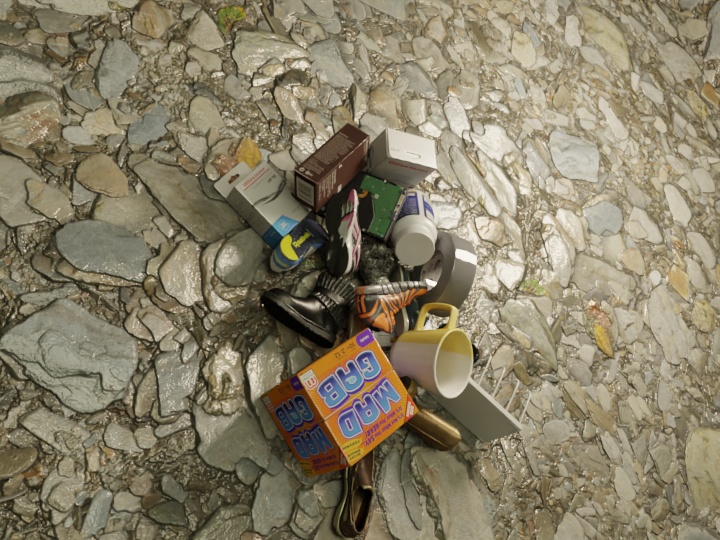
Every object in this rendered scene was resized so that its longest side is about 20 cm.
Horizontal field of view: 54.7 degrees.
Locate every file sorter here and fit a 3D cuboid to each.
[{"bbox_3d":[0.291,0.290,1.674,0.200,0.139,0.125,43,51,-8],"label":"file sorter"}]

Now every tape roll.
[{"bbox_3d":[0.199,0.010,1.699,0.066,0.200,0.203,18,61,-22],"label":"tape roll"}]

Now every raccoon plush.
[{"bbox_3d":[0.000,0.000,1.681,0.198,0.097,0.135,25,69,17],"label":"raccoon plush"}]

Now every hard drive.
[{"bbox_3d":[-0.002,-0.166,1.675,0.198,0.038,0.141,22,81,14],"label":"hard drive"}]

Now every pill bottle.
[{"bbox_3d":[0.128,-0.105,1.714,0.115,0.116,0.201,29,29,-17],"label":"pill bottle"}]

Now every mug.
[{"bbox_3d":[0.158,0.185,1.560,0.187,0.152,0.150,-51,127,-33],"label":"mug"}]

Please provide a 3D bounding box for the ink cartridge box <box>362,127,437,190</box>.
[{"bbox_3d":[0.078,-0.259,1.743,0.145,0.200,0.087,9,65,-27],"label":"ink cartridge box"}]

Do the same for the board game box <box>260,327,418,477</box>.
[{"bbox_3d":[-0.046,0.274,1.438,0.199,0.200,0.201,-30,86,-36],"label":"board game box"}]

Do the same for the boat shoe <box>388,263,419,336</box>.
[{"bbox_3d":[0.112,0.071,1.683,0.061,0.075,0.202,9,46,-21],"label":"boat shoe"}]

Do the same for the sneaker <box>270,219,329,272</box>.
[{"bbox_3d":[-0.144,-0.057,1.608,0.074,0.082,0.200,46,34,5],"label":"sneaker"}]

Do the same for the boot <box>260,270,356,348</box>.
[{"bbox_3d":[-0.112,0.059,1.564,0.210,0.079,0.159,37,61,-25],"label":"boot"}]

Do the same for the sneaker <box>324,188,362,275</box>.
[{"bbox_3d":[-0.032,-0.086,1.617,0.086,0.080,0.203,12,84,-60],"label":"sneaker"}]

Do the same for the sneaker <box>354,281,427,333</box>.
[{"bbox_3d":[0.073,0.085,1.591,0.198,0.077,0.114,-7,90,-32],"label":"sneaker"}]

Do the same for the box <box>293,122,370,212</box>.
[{"bbox_3d":[-0.065,-0.238,1.607,0.075,0.101,0.200,31,59,18],"label":"box"}]

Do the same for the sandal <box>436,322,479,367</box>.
[{"bbox_3d":[0.216,0.172,1.650,0.075,0.200,0.048,-38,115,-2],"label":"sandal"}]

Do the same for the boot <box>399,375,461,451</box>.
[{"bbox_3d":[0.144,0.322,1.551,0.199,0.175,0.067,35,63,-9],"label":"boot"}]

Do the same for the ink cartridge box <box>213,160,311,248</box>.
[{"bbox_3d":[-0.225,-0.167,1.604,0.200,0.067,0.116,45,54,-6],"label":"ink cartridge box"}]

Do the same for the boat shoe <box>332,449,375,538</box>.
[{"bbox_3d":[0.005,0.458,1.462,0.074,0.075,0.204,29,59,-29],"label":"boat shoe"}]

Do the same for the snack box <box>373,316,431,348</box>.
[{"bbox_3d":[0.089,0.150,1.681,0.198,0.024,0.073,2,68,-30],"label":"snack box"}]

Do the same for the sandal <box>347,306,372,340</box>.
[{"bbox_3d":[0.007,0.182,1.577,0.079,0.054,0.203,1,90,-29],"label":"sandal"}]
